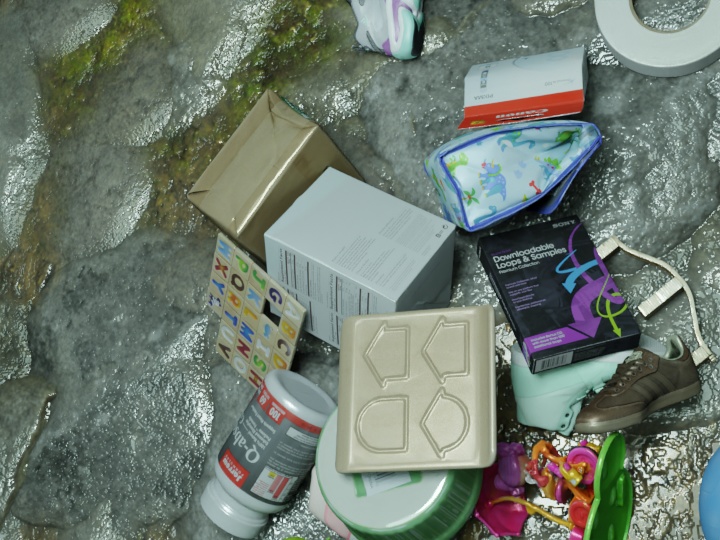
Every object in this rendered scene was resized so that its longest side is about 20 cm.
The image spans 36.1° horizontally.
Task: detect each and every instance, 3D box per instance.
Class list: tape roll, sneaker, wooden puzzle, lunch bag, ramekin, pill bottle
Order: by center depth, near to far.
[{"bbox_3d":[0.066,0.139,1.270,0.196,0.046,0.189,-7,66,22],"label":"wooden puzzle"},{"bbox_3d":[0.316,0.133,1.288,0.070,0.198,0.077,-19,87,54],"label":"sneaker"},{"bbox_3d":[0.041,0.231,1.321,0.196,0.098,0.204,-7,67,18],"label":"ramekin"},{"bbox_3d":[0.284,0.141,1.378,0.196,0.074,0.120,-4,111,-3],"label":"sneaker"},{"bbox_3d":[0.194,-0.130,1.395,0.197,0.170,0.129,-25,96,-3],"label":"lunch bag"},{"bbox_3d":[-0.005,0.243,1.433,0.103,0.075,0.203,23,89,17],"label":"sneaker"},{"bbox_3d":[-0.120,0.241,1.441,0.115,0.115,0.202,37,102,23],"label":"pill bottle"},{"bbox_3d":[0.411,-0.358,1.465,0.199,0.037,0.207,-4,76,17],"label":"tape roll"},{"bbox_3d":[0.031,-0.408,1.583,0.137,0.078,0.204,9,79,20],"label":"sneaker"}]

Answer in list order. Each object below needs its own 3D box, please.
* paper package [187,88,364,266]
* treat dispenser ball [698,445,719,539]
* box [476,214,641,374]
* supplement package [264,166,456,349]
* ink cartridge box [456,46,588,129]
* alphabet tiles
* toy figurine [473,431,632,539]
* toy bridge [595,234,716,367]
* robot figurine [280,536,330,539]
[{"bbox_3d":[-0.107,-0.110,1.488,0.103,0.200,0.192,36,88,27],"label":"paper package"},{"bbox_3d":[0.471,0.260,1.201,0.197,0.201,0.205,-5,75,17],"label":"treat dispenser ball"},{"bbox_3d":[0.242,0.025,1.368,0.140,0.036,0.202,-13,50,-10],"label":"box"},{"bbox_3d":[0.000,0.000,1.425,0.198,0.152,0.152,26,52,22],"label":"supplement package"},{"bbox_3d":[0.209,-0.236,1.423,0.157,0.200,0.048,-6,110,16],"label":"ink cartridge box"},{"bbox_3d":[-0.149,0.071,1.485,0.167,0.202,0.008,40,47,22],"label":"alphabet tiles"},{"bbox_3d":[0.214,0.264,1.317,0.181,0.150,0.204,12,118,32],"label":"toy figurine"},{"bbox_3d":[0.378,0.034,1.383,0.067,0.027,0.201,-38,69,5],"label":"toy bridge"},{"bbox_3d":[-0.104,0.417,1.370,0.115,0.177,0.199,36,56,22],"label":"robot figurine"}]
